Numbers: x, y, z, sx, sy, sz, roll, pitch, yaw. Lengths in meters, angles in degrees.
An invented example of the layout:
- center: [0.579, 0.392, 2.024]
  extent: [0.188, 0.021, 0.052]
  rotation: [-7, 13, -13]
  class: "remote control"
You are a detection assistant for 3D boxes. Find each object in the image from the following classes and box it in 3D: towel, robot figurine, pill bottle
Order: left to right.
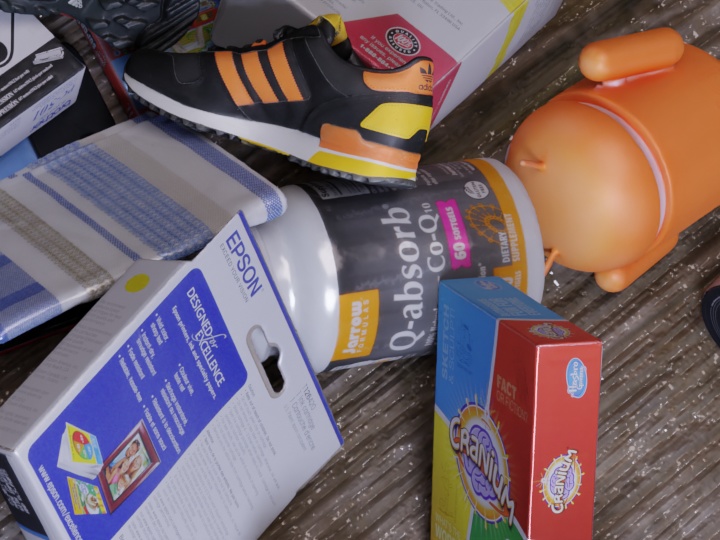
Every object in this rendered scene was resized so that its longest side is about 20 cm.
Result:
- center: [-0.158, -0.026, 1.635]
  extent: [0.200, 0.024, 0.147]
  rotation: [-27, 38, -27]
  class: "towel"
- center: [0.000, 0.000, 1.703]
  extent: [0.200, 0.116, 0.116]
  rotation: [-9, 73, -22]
  class: "pill bottle"
- center: [0.169, -0.073, 1.780]
  extent: [0.200, 0.144, 0.117]
  rotation: [-32, 76, -38]
  class: "robot figurine"

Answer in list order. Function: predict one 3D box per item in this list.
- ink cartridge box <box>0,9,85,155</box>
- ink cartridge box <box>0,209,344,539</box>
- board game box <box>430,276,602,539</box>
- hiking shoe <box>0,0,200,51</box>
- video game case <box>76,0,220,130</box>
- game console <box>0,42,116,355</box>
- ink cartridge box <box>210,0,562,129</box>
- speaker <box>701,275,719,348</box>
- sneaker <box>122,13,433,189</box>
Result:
- center: [-0.266, -0.088, 1.663]
  extent: [0.094, 0.044, 0.200]
  rotation: [45, 61, 10]
  class: "ink cartridge box"
- center: [-0.110, 0.096, 1.601]
  extent: [0.047, 0.198, 0.200]
  rotation: [16, 52, 37]
  class: "ink cartridge box"
- center: [0.086, 0.118, 1.621]
  extent: [0.040, 0.153, 0.200]
  rotation: [-3, 104, -19]
  class: "board game box"
- center: [-0.191, -0.195, 1.695]
  extent: [0.200, 0.074, 0.087]
  rotation: [27, 24, -37]
  class: "hiking shoe"
- center: [-0.119, -0.188, 1.789]
  extent: [0.143, 0.017, 0.200]
  rotation: [-24, 79, -25]
  class: "video game case"
- center: [-0.224, -0.035, 1.687]
  extent: [0.200, 0.031, 0.177]
  rotation: [-21, 78, -25]
  class: "game console"
- center: [0.027, -0.176, 1.770]
  extent: [0.145, 0.083, 0.200]
  rotation: [38, 53, 11]
  class: "ink cartridge box"
- center: [0.311, -0.020, 1.839]
  extent: [0.081, 0.081, 0.200]
  rotation: [46, 62, 2]
  class: "speaker"
- center: [-0.044, -0.114, 1.676]
  extent: [0.200, 0.070, 0.090]
  rotation: [21, 96, 25]
  class: "sneaker"
